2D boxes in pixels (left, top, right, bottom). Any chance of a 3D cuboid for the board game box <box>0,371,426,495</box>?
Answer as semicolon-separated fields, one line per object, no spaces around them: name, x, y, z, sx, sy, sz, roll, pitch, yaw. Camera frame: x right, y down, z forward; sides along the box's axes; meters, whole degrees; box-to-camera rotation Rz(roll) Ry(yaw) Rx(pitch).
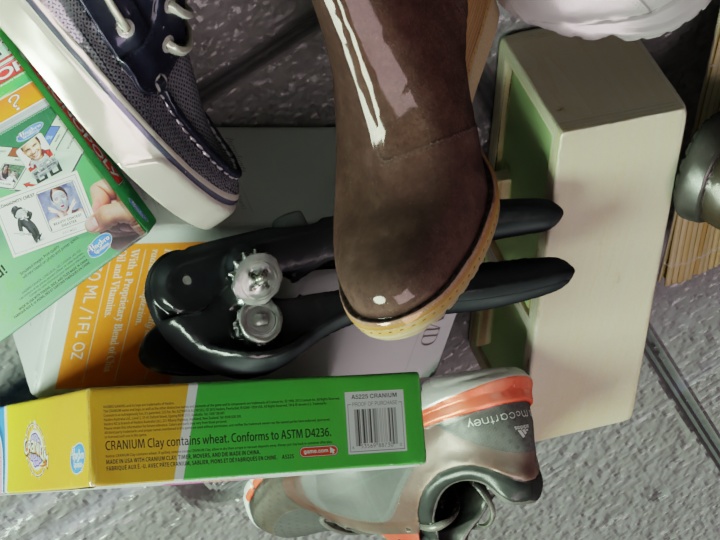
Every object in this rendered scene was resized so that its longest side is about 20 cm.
board game box;-0.082;0.076;0.979;0.152;0.041;0.200;-1;174;-26

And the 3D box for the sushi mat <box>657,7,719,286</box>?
sushi mat;0.196;-0.082;1.055;0.095;0.012;0.201;-25;141;-29

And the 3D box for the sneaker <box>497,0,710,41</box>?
sneaker;0.143;-0.170;0.931;0.199;0.078;0.100;-25;131;-15

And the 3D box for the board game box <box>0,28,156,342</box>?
board game box;-0.201;-0.014;0.884;0.199;0.029;0.135;-35;98;10

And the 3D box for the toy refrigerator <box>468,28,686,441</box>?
toy refrigerator;0.098;-0.016;1.044;0.069;0.076;0.201;-12;135;-15

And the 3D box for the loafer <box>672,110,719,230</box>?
loafer;0.229;-0.056;1.031;0.199;0.071;0.073;-29;142;-38

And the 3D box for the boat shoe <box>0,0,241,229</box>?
boat shoe;-0.086;-0.108;0.856;0.092;0.075;0.200;-37;125;7

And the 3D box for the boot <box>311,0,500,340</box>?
boot;-0.003;-0.093;0.851;0.072;0.201;0.167;-9;141;26

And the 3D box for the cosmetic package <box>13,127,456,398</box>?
cosmetic package;-0.053;-0.005;0.985;0.198;0.071;0.102;-3;132;-24

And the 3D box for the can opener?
can opener;0.000;0.000;0.933;0.199;0.079;0.064;-15;95;-17

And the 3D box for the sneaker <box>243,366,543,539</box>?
sneaker;0.013;0.113;1.077;0.077;0.083;0.200;-4;162;-40
